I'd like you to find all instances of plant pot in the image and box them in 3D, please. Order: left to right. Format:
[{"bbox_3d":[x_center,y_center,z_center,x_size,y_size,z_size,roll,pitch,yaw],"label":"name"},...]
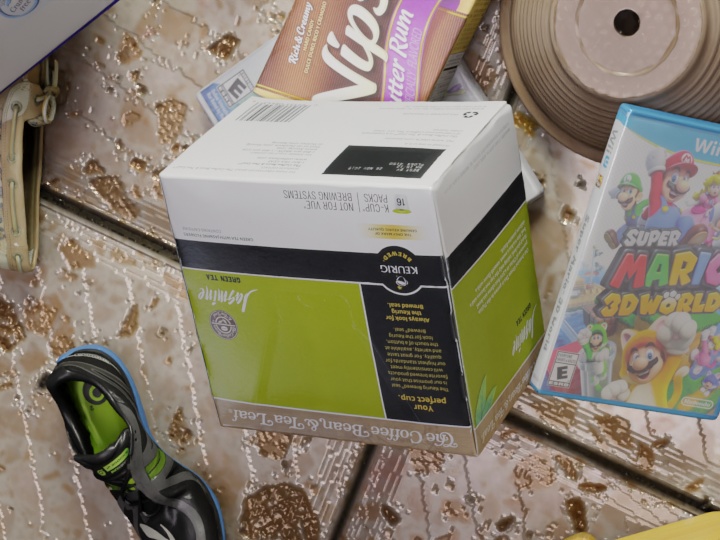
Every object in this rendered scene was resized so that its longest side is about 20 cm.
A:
[{"bbox_3d":[0.183,-0.163,1.232,0.200,0.093,0.202,3,100,17],"label":"plant pot"}]

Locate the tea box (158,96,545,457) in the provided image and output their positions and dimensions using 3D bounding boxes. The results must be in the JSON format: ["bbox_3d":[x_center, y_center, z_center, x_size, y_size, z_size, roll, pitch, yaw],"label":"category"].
[{"bbox_3d":[0.000,0.000,1.234,0.199,0.134,0.198,5,119,27],"label":"tea box"}]

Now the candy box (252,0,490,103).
[{"bbox_3d":[0.022,-0.185,1.274,0.116,0.056,0.201,30,105,9],"label":"candy box"}]

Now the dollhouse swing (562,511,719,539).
[{"bbox_3d":[0.169,0.268,1.243,0.175,0.200,0.183,-4,97,17],"label":"dollhouse swing"}]

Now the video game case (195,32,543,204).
[{"bbox_3d":[0.004,-0.092,1.334,0.182,0.022,0.201,-33,87,19],"label":"video game case"}]

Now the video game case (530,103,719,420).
[{"bbox_3d":[0.206,-0.002,1.239,0.142,0.018,0.201,10,108,-21],"label":"video game case"}]

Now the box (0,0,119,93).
[{"bbox_3d":[-0.289,-0.232,1.320,0.184,0.105,0.201,-34,57,19],"label":"box"}]

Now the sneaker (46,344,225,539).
[{"bbox_3d":[-0.174,0.149,1.393,0.071,0.083,0.200,-34,88,19],"label":"sneaker"}]

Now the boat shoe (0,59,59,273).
[{"bbox_3d":[-0.253,-0.098,1.391,0.062,0.073,0.201,16,107,7],"label":"boat shoe"}]
